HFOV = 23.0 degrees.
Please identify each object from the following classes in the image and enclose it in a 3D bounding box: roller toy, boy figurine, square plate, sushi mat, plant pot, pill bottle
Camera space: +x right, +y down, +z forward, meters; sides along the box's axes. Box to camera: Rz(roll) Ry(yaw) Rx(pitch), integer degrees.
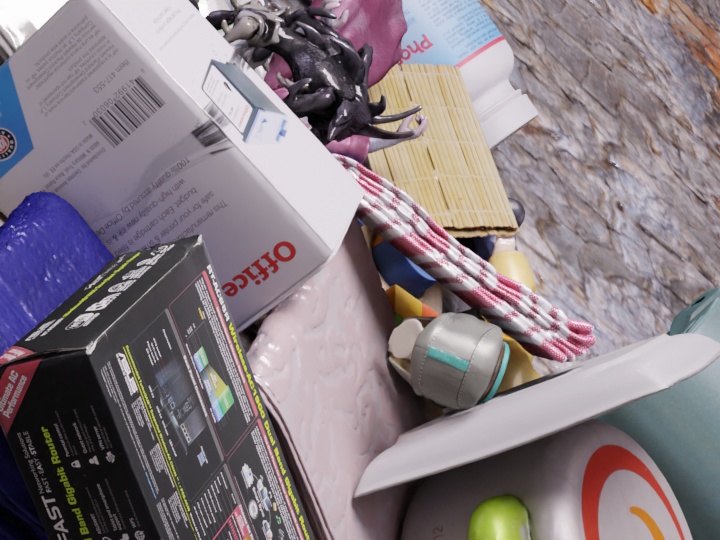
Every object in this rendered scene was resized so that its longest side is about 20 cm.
[{"bbox_3d":[0.117,0.196,1.094,0.200,0.140,0.182,56,32,-17],"label":"roller toy"},{"bbox_3d":[0.094,0.038,1.266,0.064,0.124,0.200,6,42,-4],"label":"boy figurine"},{"bbox_3d":[0.112,0.080,1.073,0.198,0.200,0.028,-10,79,-69],"label":"square plate"},{"bbox_3d":[0.048,-0.090,1.300,0.096,0.012,0.200,-2,42,-11],"label":"sushi mat"},{"bbox_3d":[0.299,0.131,1.390,0.196,0.200,0.200,45,30,1],"label":"plant pot"},{"bbox_3d":[0.054,-0.183,1.438,0.200,0.109,0.109,54,29,1],"label":"pill bottle"}]

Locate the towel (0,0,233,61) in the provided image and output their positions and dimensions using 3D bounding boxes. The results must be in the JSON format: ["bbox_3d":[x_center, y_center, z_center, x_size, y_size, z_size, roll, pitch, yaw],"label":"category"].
[{"bbox_3d":[-0.185,-0.191,1.119,0.153,0.023,0.200,-42,95,-26],"label":"towel"}]

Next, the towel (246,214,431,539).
[{"bbox_3d":[-0.011,0.087,1.068,0.200,0.032,0.191,-67,141,-56],"label":"towel"}]

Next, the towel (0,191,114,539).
[{"bbox_3d":[-0.170,0.058,0.932,0.148,0.050,0.200,53,28,-15],"label":"towel"}]

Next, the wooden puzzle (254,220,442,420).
[{"bbox_3d":[0.000,0.000,1.230,0.185,0.046,0.200,34,35,-30],"label":"wooden puzzle"}]

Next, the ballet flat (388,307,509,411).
[{"bbox_3d":[0.048,0.049,1.092,0.064,0.067,0.200,19,-3,-2],"label":"ballet flat"}]

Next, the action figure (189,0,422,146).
[{"bbox_3d":[-0.065,-0.122,1.084,0.200,0.102,0.119,33,38,-10],"label":"action figure"}]

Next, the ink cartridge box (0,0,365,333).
[{"bbox_3d":[-0.120,-0.060,1.019,0.200,0.146,0.086,46,30,-13],"label":"ink cartridge box"}]

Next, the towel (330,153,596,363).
[{"bbox_3d":[0.055,-0.010,1.124,0.200,0.030,0.146,38,-3,-2],"label":"towel"}]

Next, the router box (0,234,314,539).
[{"bbox_3d":[-0.098,0.102,0.889,0.150,0.062,0.200,-50,124,-63],"label":"router box"}]

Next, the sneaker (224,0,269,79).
[{"bbox_3d":[-0.106,-0.169,1.228,0.130,0.079,0.199,146,-56,-81],"label":"sneaker"}]

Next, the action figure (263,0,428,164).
[{"bbox_3d":[-0.036,-0.141,1.232,0.134,0.149,0.200,65,35,-29],"label":"action figure"}]
